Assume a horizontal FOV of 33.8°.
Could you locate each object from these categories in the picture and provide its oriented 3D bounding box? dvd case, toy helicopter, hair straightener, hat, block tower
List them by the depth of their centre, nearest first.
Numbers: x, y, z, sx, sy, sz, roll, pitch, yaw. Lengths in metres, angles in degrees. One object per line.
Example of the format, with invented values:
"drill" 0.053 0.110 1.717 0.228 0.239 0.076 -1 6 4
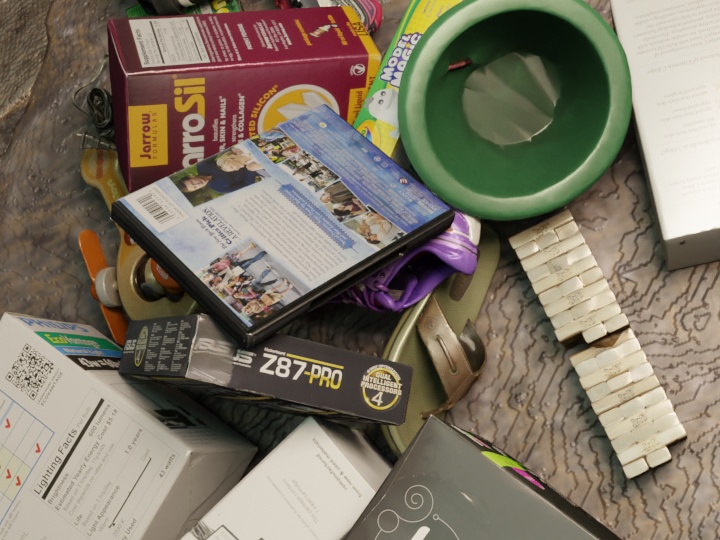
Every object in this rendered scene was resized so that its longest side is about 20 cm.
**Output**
"dvd case" -0.049 -0.038 0.817 0.200 0.018 0.143 -30 61 -36
"block tower" 0.182 0.056 0.902 0.054 0.058 0.201 -27 74 9
"hat" 0.112 -0.138 0.932 0.199 0.176 0.166 -25 101 -3
"toy helicopter" -0.194 -0.027 1.021 0.132 0.079 0.200 -41 64 18
"hair straightener" -0.207 -0.129 1.022 0.077 0.041 0.200 -6 45 -25

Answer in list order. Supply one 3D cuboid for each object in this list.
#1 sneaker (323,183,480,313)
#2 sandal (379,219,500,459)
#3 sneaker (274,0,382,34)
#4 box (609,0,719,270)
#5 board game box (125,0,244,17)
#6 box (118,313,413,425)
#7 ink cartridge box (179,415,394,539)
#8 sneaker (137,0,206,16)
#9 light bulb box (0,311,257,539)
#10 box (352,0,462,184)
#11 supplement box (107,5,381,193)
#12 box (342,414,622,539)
"sneaker" 0.000 0.000 0.907 0.199 0.081 0.084 -22 56 30
"sandal" 0.068 0.054 0.916 0.057 0.080 0.202 12 79 44
"sneaker" -0.052 -0.273 1.040 0.074 0.081 0.201 -19 71 -19
"box" 0.269 -0.117 0.893 0.124 0.097 0.201 -12 74 13
"board game box" -0.136 -0.167 1.060 0.104 0.023 0.201 -23 73 12
"box" -0.076 0.074 0.867 0.161 0.200 0.049 14 81 -22
"ink cartridge box" -0.064 0.209 0.889 0.200 0.146 0.084 -44 72 3
"sneaker" -0.185 -0.316 1.070 0.111 0.073 0.201 -22 61 9
"light bulb box" -0.228 0.169 0.948 0.200 0.125 0.199 33 94 20
"box" 0.053 -0.142 0.950 0.048 0.117 0.201 24 85 24
"supplement box" -0.093 -0.137 0.940 0.199 0.111 0.086 -7 41 -17
"box" 0.090 0.198 0.818 0.148 0.200 0.125 35 89 20
